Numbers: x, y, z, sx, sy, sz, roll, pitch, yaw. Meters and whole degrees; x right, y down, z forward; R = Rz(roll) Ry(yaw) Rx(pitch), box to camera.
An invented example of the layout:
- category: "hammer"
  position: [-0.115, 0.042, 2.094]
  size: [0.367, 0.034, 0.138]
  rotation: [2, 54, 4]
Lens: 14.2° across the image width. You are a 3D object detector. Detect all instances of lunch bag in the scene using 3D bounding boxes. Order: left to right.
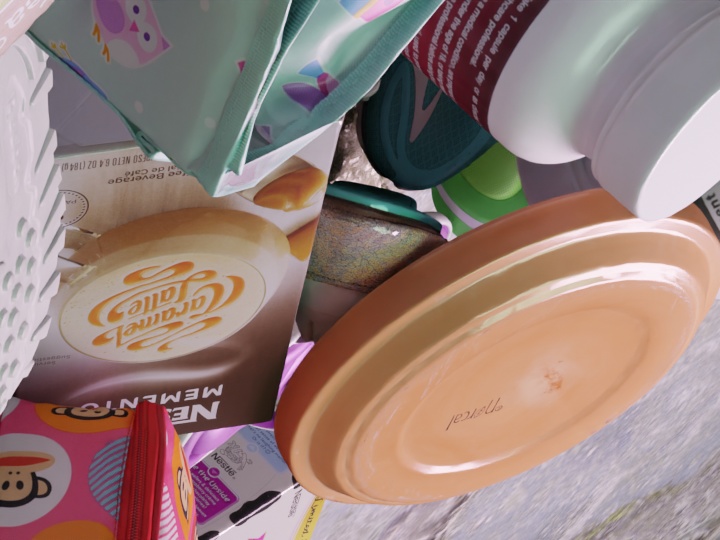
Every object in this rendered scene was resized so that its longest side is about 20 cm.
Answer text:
- category: "lunch bag"
  position: [-0.106, 0.164, 1.086]
  size: [0.200, 0.082, 0.176]
  rotation: [90, 1, -48]
- category: "lunch bag"
  position: [-0.037, -0.143, 0.842]
  size: [0.200, 0.170, 0.122]
  rotation: [-50, 162, 4]

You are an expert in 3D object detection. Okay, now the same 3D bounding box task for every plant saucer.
- category: "plant saucer"
  position: [0.061, 0.039, 1.182]
  size: [0.200, 0.032, 0.200]
  rotation: [-21, 152, -12]

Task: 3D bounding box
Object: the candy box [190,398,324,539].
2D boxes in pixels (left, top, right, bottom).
- category: "candy box"
  position: [-0.110, 0.157, 1.455]
  size: [0.200, 0.061, 0.136]
  rotation: [-33, 156, -35]

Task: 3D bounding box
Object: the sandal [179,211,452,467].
- category: "sandal"
  position: [-0.020, 0.044, 1.333]
  size: [0.203, 0.050, 0.082]
  rotation: [-37, 164, -34]

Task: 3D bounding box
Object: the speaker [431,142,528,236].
- category: "speaker"
  position: [0.097, -0.095, 1.343]
  size: [0.088, 0.088, 0.200]
  rotation: [-29, 154, -39]

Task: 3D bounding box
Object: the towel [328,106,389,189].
- category: "towel"
  position: [-0.048, -0.013, 1.283]
  size: [0.148, 0.036, 0.200]
  rotation: [-44, 161, -7]

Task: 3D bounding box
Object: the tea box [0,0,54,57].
- category: "tea box"
  position: [-0.120, -0.161, 0.694]
  size: [0.200, 0.134, 0.197]
  rotation: [-46, 161, -1]

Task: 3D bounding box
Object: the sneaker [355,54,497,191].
- category: "sneaker"
  position: [0.077, -0.108, 1.208]
  size: [0.200, 0.078, 0.080]
  rotation: [-43, -156, 10]

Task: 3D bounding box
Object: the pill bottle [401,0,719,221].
- category: "pill bottle"
  position: [0.061, -0.113, 1.059]
  size: [0.113, 0.200, 0.113]
  rotation: [-39, 159, -18]

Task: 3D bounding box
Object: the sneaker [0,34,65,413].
- category: "sneaker"
  position: [-0.147, -0.022, 0.948]
  size: [0.076, 0.080, 0.200]
  rotation: [-65, 165, -50]

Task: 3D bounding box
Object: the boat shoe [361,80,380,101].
- category: "boat shoe"
  position: [-0.006, -0.103, 1.151]
  size: [0.200, 0.062, 0.073]
  rotation: [-37, 159, -24]

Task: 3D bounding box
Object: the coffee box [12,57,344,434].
- category: "coffee box"
  position: [-0.081, -0.019, 1.081]
  size: [0.114, 0.080, 0.200]
  rotation: [-8, 147, -15]

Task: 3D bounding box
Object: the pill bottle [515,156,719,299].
- category: "pill bottle"
  position: [0.176, -0.057, 1.258]
  size: [0.200, 0.116, 0.116]
  rotation: [-27, 165, 14]

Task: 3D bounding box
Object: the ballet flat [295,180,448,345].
- category: "ballet flat"
  position: [0.000, 0.000, 1.176]
  size: [0.200, 0.068, 0.067]
  rotation: [-11, 116, -84]
